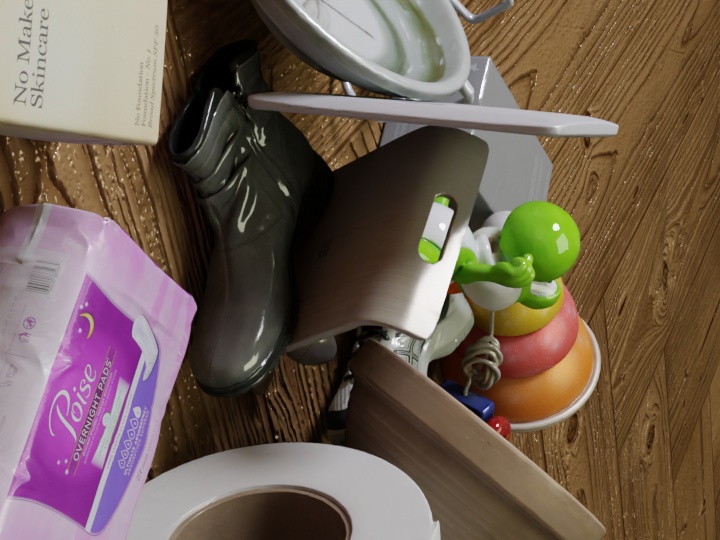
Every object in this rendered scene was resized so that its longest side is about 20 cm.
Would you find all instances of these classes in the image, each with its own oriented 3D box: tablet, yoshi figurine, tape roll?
[{"bbox_3d":[0.045,-0.095,0.877,0.130,0.199,0.014,-12,107,-64],"label":"tablet"},{"bbox_3d":[0.082,-0.027,1.065,0.199,0.112,0.113,15,83,-32],"label":"yoshi figurine"},{"bbox_3d":[-0.051,0.210,0.835,0.203,0.201,0.140,-43,133,-54],"label":"tape roll"}]

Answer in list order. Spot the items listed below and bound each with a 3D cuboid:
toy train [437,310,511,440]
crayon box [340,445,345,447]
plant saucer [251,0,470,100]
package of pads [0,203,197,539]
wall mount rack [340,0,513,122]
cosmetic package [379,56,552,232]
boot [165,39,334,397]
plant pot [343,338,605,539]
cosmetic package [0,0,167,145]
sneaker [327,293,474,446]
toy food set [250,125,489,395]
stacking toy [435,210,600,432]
[{"bbox_3d":[0.059,0.134,1.171,0.115,0.084,0.201,-27,132,-45],"label":"toy train"},{"bbox_3d":[0.022,0.219,1.006,0.118,0.058,0.201,-1,61,-45],"label":"crayon box"},{"bbox_3d":[-0.017,-0.176,0.926,0.199,0.050,0.201,31,35,-24],"label":"plant saucer"},{"bbox_3d":[-0.159,0.079,0.724,0.121,0.075,0.201,52,49,-57],"label":"package of pads"},{"bbox_3d":[0.033,-0.217,1.084,0.174,0.074,0.201,43,50,-25],"label":"wall mount rack"},{"bbox_3d":[0.092,-0.088,1.216,0.200,0.090,0.108,45,55,-55],"label":"cosmetic package"},{"bbox_3d":[-0.086,-0.035,0.889,0.131,0.067,0.201,54,41,-45],"label":"boot"},{"bbox_3d":[0.054,0.141,0.944,0.093,0.200,0.201,-50,147,-5],"label":"plant pot"},{"bbox_3d":[-0.173,-0.116,0.663,0.200,0.073,0.104,-2,96,-66],"label":"cosmetic package"},{"bbox_3d":[0.016,0.055,1.117,0.088,0.075,0.200,62,36,-20],"label":"sneaker"},{"bbox_3d":[0.000,0.000,0.936,0.060,0.200,0.144,33,60,-24],"label":"toy food set"},{"bbox_3d":[0.130,0.027,1.210,0.201,0.145,0.147,81,27,-50],"label":"stacking toy"}]
